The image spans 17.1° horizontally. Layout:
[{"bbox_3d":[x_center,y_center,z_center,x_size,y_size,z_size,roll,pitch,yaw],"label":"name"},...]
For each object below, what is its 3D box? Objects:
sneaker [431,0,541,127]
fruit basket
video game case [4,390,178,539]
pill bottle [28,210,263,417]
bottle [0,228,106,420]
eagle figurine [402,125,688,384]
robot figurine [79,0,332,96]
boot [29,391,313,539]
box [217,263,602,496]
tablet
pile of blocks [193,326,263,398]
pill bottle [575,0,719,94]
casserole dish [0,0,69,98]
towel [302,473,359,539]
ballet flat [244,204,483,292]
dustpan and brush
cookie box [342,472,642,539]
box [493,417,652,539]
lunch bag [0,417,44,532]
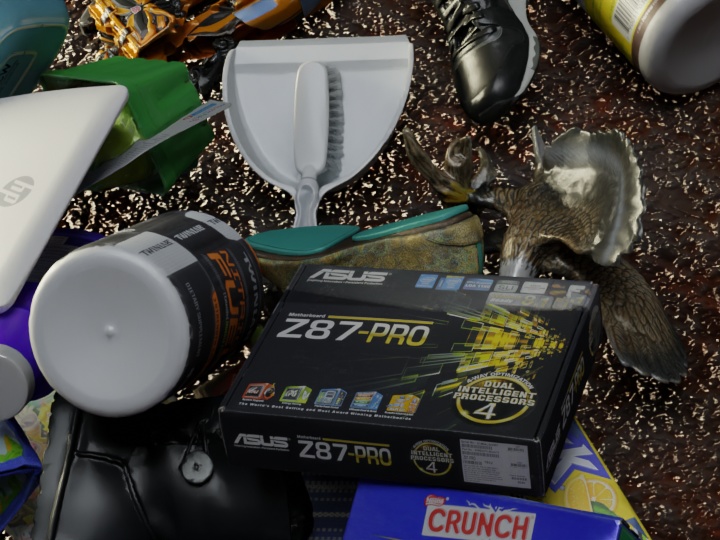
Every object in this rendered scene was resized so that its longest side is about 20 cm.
[{"bbox_3d":[0.074,-0.191,1.732,0.076,0.087,0.201,-37,35,33],"label":"sneaker"},{"bbox_3d":[-0.208,-0.072,1.666,0.200,0.094,0.185,-39,26,-24],"label":"fruit basket"},{"bbox_3d":[-0.200,0.106,1.597,0.143,0.018,0.200,-35,55,-18],"label":"video game case"},{"bbox_3d":[-0.124,0.020,1.506,0.106,0.107,0.200,8,12,14],"label":"pill bottle"},{"bbox_3d":[-0.209,0.035,1.548,0.083,0.066,0.200,6,23,7],"label":"bottle"},{"bbox_3d":[0.135,-0.018,1.570,0.199,0.151,0.152,12,90,37],"label":"eagle figurine"},{"bbox_3d":[-0.116,-0.206,1.803,0.199,0.058,0.145,-31,53,-16],"label":"robot figurine"},{"bbox_3d":[-0.116,0.165,1.481,0.167,0.077,0.201,1,66,8],"label":"boot"},{"bbox_3d":[0.034,0.063,1.445,0.199,0.049,0.161,4,33,19],"label":"box"},{"bbox_3d":[-0.239,-0.046,1.567,0.129,0.014,0.201,-3,46,33],"label":"tablet"},{"bbox_3d":[-0.015,0.055,1.562,0.199,0.062,0.082,-12,49,1],"label":"pile of blocks"},{"bbox_3d":[0.202,-0.227,1.740,0.109,0.110,0.200,-26,53,-12],"label":"pill bottle"},{"bbox_3d":[-0.274,-0.130,1.699,0.039,0.200,0.121,43,24,15],"label":"casserole dish"},{"bbox_3d":[-0.008,0.141,1.544,0.144,0.024,0.201,0,50,10],"label":"towel"},{"bbox_3d":[0.000,0.000,1.575,0.199,0.071,0.071,-6,45,40],"label":"ballet flat"},{"bbox_3d":[-0.034,-0.077,1.686,0.139,0.057,0.201,-1,76,9],"label":"dustpan and brush"},{"bbox_3d":[0.061,0.232,1.375,0.170,0.075,0.201,9,72,26],"label":"cookie box"},{"bbox_3d":[0.117,0.138,1.482,0.070,0.064,0.201,-24,59,-11],"label":"box"},{"bbox_3d":[-0.319,0.123,1.527,0.199,0.128,0.170,-30,53,-11],"label":"lunch bag"}]
